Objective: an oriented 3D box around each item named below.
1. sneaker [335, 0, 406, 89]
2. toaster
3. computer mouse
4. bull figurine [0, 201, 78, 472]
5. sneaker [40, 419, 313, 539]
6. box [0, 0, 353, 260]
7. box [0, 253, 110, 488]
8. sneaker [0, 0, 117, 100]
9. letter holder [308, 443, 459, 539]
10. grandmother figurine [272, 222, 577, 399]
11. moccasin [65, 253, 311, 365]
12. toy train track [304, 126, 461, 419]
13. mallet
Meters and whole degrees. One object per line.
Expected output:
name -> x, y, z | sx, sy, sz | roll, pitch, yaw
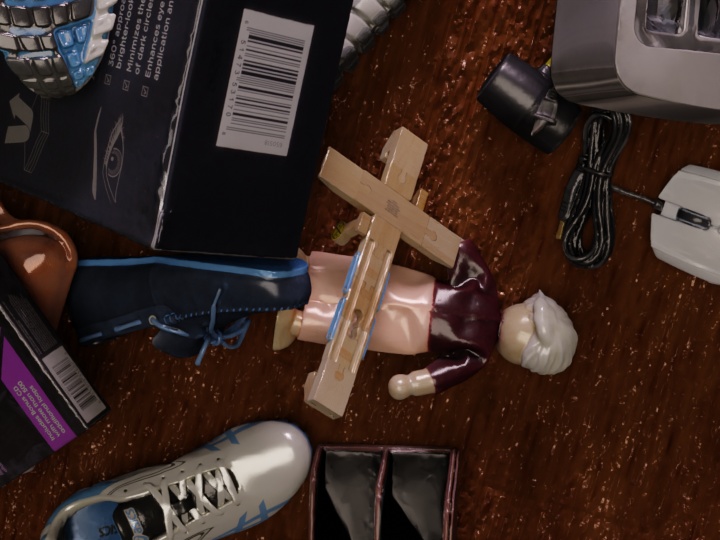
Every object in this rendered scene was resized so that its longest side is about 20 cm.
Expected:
sneaker -> -0.037, -0.184, 0.879 | 0.115, 0.075, 0.200 | 44, 88, 2
toaster -> 0.211, -0.173, 0.812 | 0.179, 0.119, 0.202 | 4, 95, -11
computer mouse -> 0.230, -0.032, 0.888 | 0.198, 0.044, 0.111 | 17, 98, 2
bull figurine -> -0.252, 0.046, 0.913 | 0.120, 0.065, 0.202 | 24, 109, 4
sneaker -> -0.124, 0.161, 0.925 | 0.198, 0.072, 0.072 | -23, 94, 5
box -> -0.119, -0.128, 0.816 | 0.199, 0.117, 0.199 | 21, 102, 42
box -> -0.273, 0.082, 0.879 | 0.199, 0.036, 0.144 | -34, 94, 28
sneaker -> -0.183, -0.192, 0.769 | 0.074, 0.087, 0.202 | -8, 84, -16
letter holder -> 0.013, 0.230, 0.889 | 0.099, 0.142, 0.202 | 1, 98, 4
grandmother figurine -> 0.047, 0.028, 0.904 | 0.198, 0.061, 0.123 | 12, 84, 0
moccasin -> -0.110, 0.023, 0.884 | 0.199, 0.080, 0.069 | -1, 93, 41
toy train track -> 0.000, 0.000, 0.859 | 0.114, 0.032, 0.202 | 33, 58, -26
mallet -> 0.164, -0.164, 0.881 | 0.066, 0.041, 0.200 | 44, 94, -3
